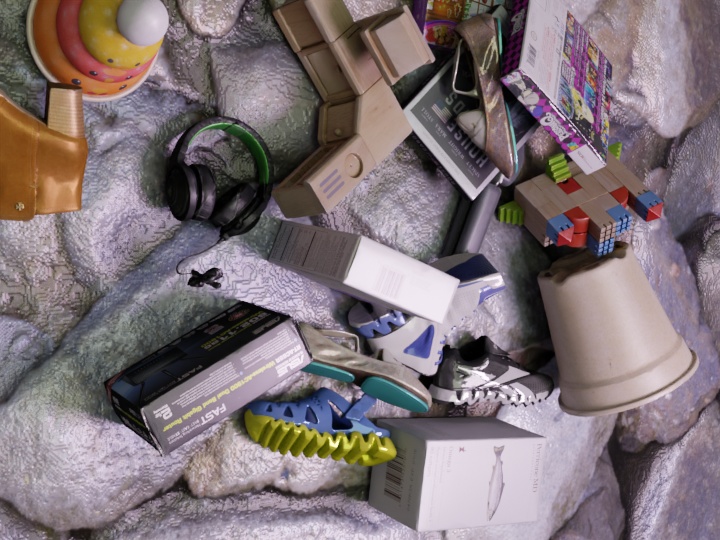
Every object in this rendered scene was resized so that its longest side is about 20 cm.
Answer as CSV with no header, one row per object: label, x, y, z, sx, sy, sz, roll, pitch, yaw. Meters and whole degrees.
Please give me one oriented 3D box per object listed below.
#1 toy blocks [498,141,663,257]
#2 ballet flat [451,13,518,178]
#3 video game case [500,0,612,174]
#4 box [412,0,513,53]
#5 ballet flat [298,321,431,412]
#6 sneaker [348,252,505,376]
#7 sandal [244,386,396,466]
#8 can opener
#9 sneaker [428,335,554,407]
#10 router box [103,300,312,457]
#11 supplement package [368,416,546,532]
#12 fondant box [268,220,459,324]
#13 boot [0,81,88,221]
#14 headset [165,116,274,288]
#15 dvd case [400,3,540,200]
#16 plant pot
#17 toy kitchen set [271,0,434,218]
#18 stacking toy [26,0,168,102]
toy blocks,0.303,-0.081,1.445,0.198,0.137,0.101,-23,140,-17
ballet flat,0.147,-0.210,1.333,0.066,0.068,0.203,-8,91,-4
video game case,0.251,-0.249,1.367,0.181,0.036,0.202,40,43,-27
box,0.161,-0.344,1.405,0.198,0.039,0.139,5,95,-30
ballet flat,0.004,0.113,1.333,0.198,0.067,0.063,21,64,-11
sneaker,0.092,0.064,1.386,0.197,0.081,0.116,-23,119,-1
sandal,-0.050,0.184,1.340,0.198,0.079,0.088,14,59,-26
can opener,0.168,-0.095,1.432,0.066,0.052,0.202,28,82,-30
sneaker,0.182,0.133,1.460,0.198,0.066,0.092,3,97,-27
router box,-0.172,0.113,1.210,0.199,0.149,0.063,-32,110,-23
supplement package,0.126,0.260,1.411,0.198,0.117,0.119,3,94,-33
fondant box,0.000,0.000,1.264,0.143,0.199,0.059,23,87,-29
boot,-0.381,-0.124,1.113,0.199,0.071,0.146,4,107,-18
headset,-0.159,-0.078,1.226,0.123,0.094,0.202,22,74,-29
dvd case,0.155,-0.212,1.377,0.150,0.025,0.200,46,76,-18
plant pot,0.332,0.068,1.474,0.199,0.200,0.185,-27,101,-24
toy kitchen set,-0.030,-0.198,1.222,0.181,0.162,0.201,-46,116,-33
stacking toy,-0.246,-0.246,1.095,0.144,0.199,0.148,-4,98,-28
